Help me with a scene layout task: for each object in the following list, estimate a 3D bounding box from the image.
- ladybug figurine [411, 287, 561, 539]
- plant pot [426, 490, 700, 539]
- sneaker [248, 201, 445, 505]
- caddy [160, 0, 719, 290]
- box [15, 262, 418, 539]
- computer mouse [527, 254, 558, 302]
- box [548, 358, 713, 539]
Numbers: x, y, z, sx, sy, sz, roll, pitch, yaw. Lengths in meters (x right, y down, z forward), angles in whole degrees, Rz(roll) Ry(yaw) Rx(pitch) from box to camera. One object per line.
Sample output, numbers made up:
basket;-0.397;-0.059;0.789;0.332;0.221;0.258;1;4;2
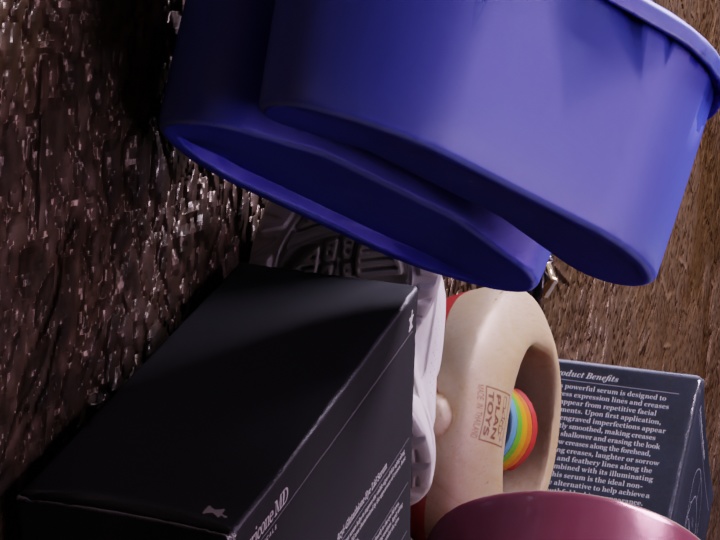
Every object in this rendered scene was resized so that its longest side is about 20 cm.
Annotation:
ladybug figurine;0.047;0.073;1.118;0.200;0.071;0.137;37;62;-72
plant pot;0.076;0.197;0.930;0.201;0.198;0.180;74;23;-53
sneaker;0.000;0.000;0.955;0.100;0.077;0.201;-78;172;-47
caddy;0.030;-0.070;0.789;0.199;0.141;0.106;25;74;-32
box;-0.043;0.100;0.812;0.200;0.078;0.142;-50;147;-62
computer mouse;0.055;-0.071;1.130;0.200;0.044;0.110;69;11;-51
box;0.150;0.180;1.454;0.149;0.106;0.201;73;29;-52
